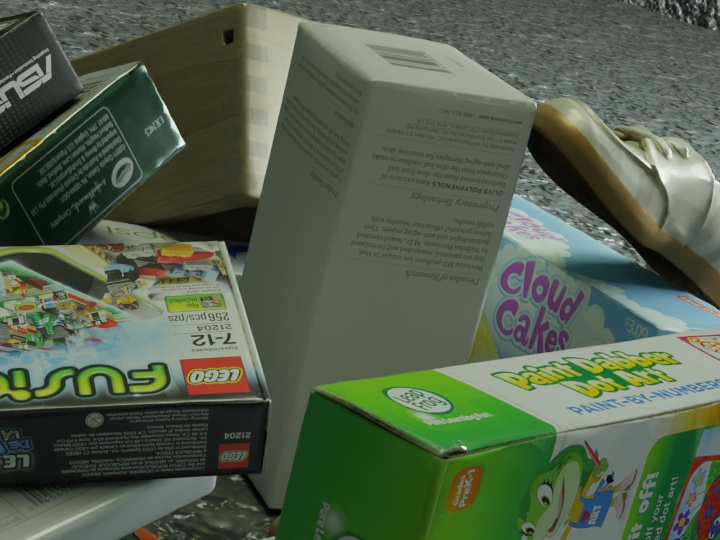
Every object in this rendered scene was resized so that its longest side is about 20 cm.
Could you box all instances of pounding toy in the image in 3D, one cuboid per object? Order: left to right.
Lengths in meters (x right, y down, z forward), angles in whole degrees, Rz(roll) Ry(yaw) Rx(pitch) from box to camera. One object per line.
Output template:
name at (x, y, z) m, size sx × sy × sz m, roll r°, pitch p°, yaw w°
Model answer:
pounding toy at (-0.053, -0.081, 1.077) m, size 0.184 × 0.143 × 0.200 m, roll -11°, pitch -13°, yaw 43°

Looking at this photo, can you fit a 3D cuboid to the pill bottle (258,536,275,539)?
pill bottle at (-0.047, 0.135, 0.538) m, size 0.111 × 0.111 × 0.200 m, roll 26°, pitch 21°, yaw 39°

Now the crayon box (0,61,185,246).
crayon box at (-0.196, -0.035, 0.934) m, size 0.200 × 0.052 × 0.126 m, roll -6°, pitch 30°, yaw 42°

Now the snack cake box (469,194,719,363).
snack cake box at (0.095, 0.044, 0.959) m, size 0.067 × 0.115 × 0.200 m, roll 3°, pitch 18°, yaw -33°

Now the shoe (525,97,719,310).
shoe at (0.136, -0.038, 0.901) m, size 0.070 × 0.053 × 0.200 m, roll 40°, pitch 3°, yaw 38°

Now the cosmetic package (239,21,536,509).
cosmetic package at (0.000, 0.000, 0.878) m, size 0.085 × 0.201 × 0.108 m, roll 6°, pitch 20°, yaw -23°

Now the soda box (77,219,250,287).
soda box at (-0.082, 0.022, 0.979) m, size 0.199 × 0.068 × 0.064 m, roll 9°, pitch 15°, yaw -15°

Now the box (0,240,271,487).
box at (-0.140, 0.034, 0.712) m, size 0.199 × 0.035 × 0.110 m, roll -2°, pitch 33°, yaw -14°

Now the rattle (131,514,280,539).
rattle at (0.024, 0.136, 0.746) m, size 0.199 × 0.143 × 0.130 m, roll -15°, pitch -4°, yaw -30°

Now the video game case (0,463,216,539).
video game case at (-0.185, 0.066, 0.706) m, size 0.182 × 0.023 × 0.200 m, roll 32°, pitch 40°, yaw 34°

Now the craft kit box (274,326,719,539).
craft kit box at (0.044, 0.119, 0.509) m, size 0.048 × 0.201 × 0.197 m, roll 25°, pitch 18°, yaw 34°

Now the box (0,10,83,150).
box at (-0.245, -0.057, 0.911) m, size 0.160 × 0.044 × 0.200 m, roll -42°, pitch 25°, yaw -31°
